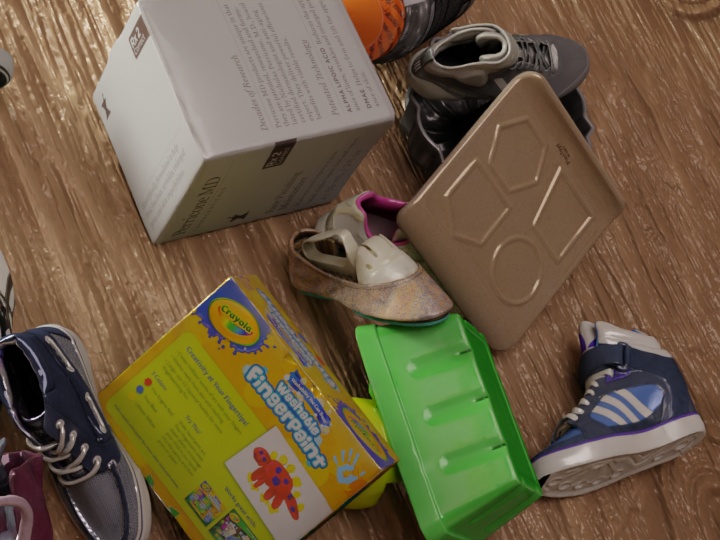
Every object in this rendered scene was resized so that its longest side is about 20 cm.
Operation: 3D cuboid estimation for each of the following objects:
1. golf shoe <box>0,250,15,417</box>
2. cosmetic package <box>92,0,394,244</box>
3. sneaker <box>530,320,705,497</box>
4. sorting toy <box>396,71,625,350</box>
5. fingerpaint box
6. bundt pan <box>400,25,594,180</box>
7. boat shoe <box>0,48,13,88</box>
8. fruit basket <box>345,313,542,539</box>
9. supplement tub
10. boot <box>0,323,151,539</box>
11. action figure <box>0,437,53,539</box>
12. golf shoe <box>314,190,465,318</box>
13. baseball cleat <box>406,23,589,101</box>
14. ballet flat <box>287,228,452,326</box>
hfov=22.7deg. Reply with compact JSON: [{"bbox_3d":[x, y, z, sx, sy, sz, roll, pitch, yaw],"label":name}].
[{"bbox_3d":[-0.314,0.032,1.471,0.077,0.095,0.201,1,62,-23],"label":"golf shoe"},{"bbox_3d":[-0.109,-0.149,1.620,0.199,0.165,0.166,-16,71,-29],"label":"cosmetic package"},{"bbox_3d":[0.216,0.121,1.681,0.199,0.081,0.147,-13,61,-26],"label":"sneaker"},{"bbox_3d":[0.140,-0.055,1.671,0.200,0.036,0.185,-47,119,-18],"label":"sorting toy"},{"bbox_3d":[-0.095,0.133,1.474,0.200,0.167,0.073,51,11,8],"label":"fingerpaint box"},{"bbox_3d":[0.126,-0.139,1.776,0.201,0.076,0.203,11,59,-20],"label":"bundt pan"},{"bbox_3d":[-0.401,-0.161,1.556,0.198,0.071,0.064,-2,63,-16],"label":"boat shoe"},{"bbox_3d":[0.031,0.153,1.559,0.214,0.155,0.217,-5,74,18],"label":"fruit basket"},{"bbox_3d":[0.032,-0.275,1.747,0.122,0.123,0.200,43,34,3],"label":"supplement tub"},{"bbox_3d":[-0.235,0.141,1.426,0.201,0.072,0.090,65,15,5],"label":"boot"},{"bbox_3d":[-0.250,0.233,1.357,0.133,0.149,0.201,-25,108,-24],"label":"action figure"},{"bbox_3d":[0.058,-0.015,1.669,0.199,0.092,0.076,19,56,-16],"label":"golf shoe"},{"bbox_3d":[0.146,-0.197,1.706,0.199,0.106,0.070,-10,81,-23],"label":"baseball cleat"},{"bbox_3d":[0.000,0.000,1.575,0.068,0.199,0.068,-27,116,-37],"label":"ballet flat"}]
